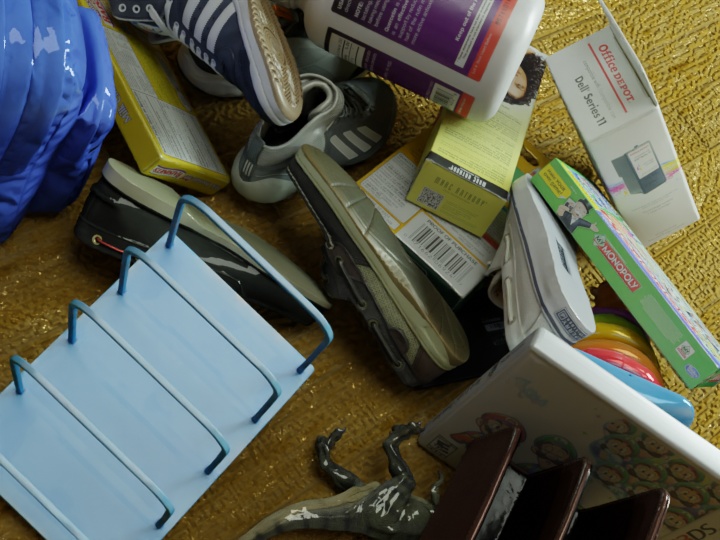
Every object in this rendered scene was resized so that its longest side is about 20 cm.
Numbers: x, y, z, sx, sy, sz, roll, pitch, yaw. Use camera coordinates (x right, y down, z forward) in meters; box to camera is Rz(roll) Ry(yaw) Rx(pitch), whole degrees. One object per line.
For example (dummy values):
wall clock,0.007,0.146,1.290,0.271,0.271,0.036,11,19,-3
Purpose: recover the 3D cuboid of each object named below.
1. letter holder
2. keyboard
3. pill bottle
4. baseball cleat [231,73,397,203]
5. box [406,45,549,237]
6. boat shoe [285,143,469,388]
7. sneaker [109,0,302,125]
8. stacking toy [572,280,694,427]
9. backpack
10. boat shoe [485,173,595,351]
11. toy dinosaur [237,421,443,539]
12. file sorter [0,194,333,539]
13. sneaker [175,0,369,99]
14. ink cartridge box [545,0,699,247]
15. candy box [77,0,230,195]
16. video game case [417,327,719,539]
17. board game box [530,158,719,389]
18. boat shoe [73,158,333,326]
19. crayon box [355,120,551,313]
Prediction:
letter holder,0.094,0.206,0.748,0.100,0.142,0.201,34,65,-6
keyboard,0.123,0.070,0.962,0.198,0.021,0.128,-9,60,-31
pill bottle,0.035,-0.204,0.915,0.199,0.113,0.113,26,51,2
baseball cleat,-0.021,-0.124,0.954,0.070,0.107,0.200,40,48,8
box,0.100,-0.123,0.985,0.075,0.050,0.201,26,48,-6
boat shoe,0.001,0.000,0.882,0.201,0.066,0.072,53,17,0
sneaker,-0.120,-0.177,0.891,0.201,0.108,0.070,68,13,21
stacking toy,0.192,0.068,0.929,0.115,0.110,0.201,23,36,0
backpack,-0.247,-0.133,0.781,0.166,0.200,0.164,-4,61,-29
boat shoe,0.125,-0.002,0.895,0.071,0.070,0.201,46,23,-28
toy dinosaur,0.008,0.154,0.832,0.198,0.047,0.089,5,64,-21
file sorter,-0.133,0.074,0.723,0.139,0.123,0.200,42,69,2
sneaker,-0.055,-0.195,1.001,0.199,0.079,0.074,-14,64,-35
ink cartridge box,0.222,-0.126,1.021,0.200,0.067,0.118,53,16,-46
candy box,-0.175,-0.152,0.912,0.201,0.026,0.102,61,19,18
video game case,0.159,0.138,0.830,0.199,0.182,0.024,35,54,-3
board game box,0.220,0.005,0.940,0.201,0.029,0.134,56,16,17
boat shoe,-0.112,-0.007,0.865,0.200,0.063,0.074,28,9,-24
crayon box,0.080,-0.055,0.990,0.126,0.052,0.200,42,48,8
